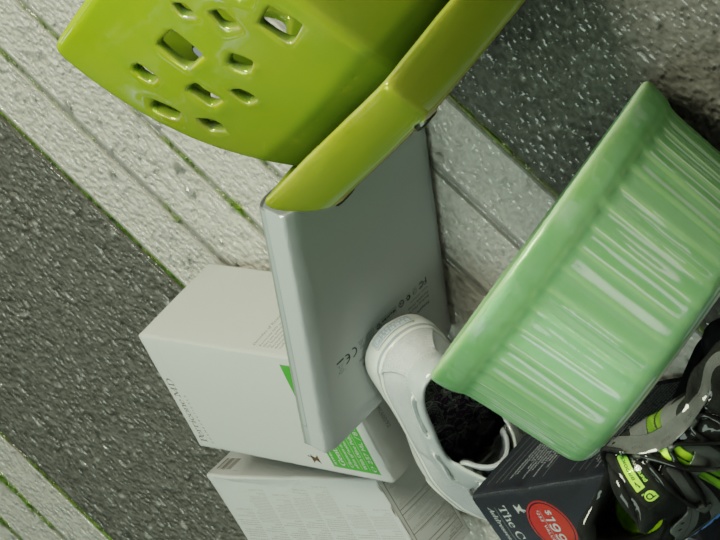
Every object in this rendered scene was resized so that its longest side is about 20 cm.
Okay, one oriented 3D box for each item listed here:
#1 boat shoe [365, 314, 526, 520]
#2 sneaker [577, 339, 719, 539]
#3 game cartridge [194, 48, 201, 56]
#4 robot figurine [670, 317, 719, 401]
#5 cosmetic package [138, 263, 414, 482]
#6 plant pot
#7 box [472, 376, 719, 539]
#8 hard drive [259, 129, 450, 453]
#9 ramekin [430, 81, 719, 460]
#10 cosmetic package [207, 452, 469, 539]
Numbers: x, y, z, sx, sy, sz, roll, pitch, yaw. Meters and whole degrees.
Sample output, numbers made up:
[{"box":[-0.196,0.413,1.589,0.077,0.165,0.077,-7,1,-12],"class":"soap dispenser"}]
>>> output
[{"box":[0.072,0.105,1.830,0.069,0.072,0.200,47,168,46],"class":"boat shoe"},{"box":[0.174,0.098,1.504,0.071,0.082,0.200,51,143,14],"class":"sneaker"},{"box":[-0.132,-0.217,1.784,0.133,0.040,0.201,15,137,35],"class":"game cartridge"},{"box":[0.257,0.081,1.562,0.199,0.150,0.126,1,96,50],"class":"robot figurine"},{"box":[-0.042,0.067,1.947,0.199,0.085,0.108,4,132,47],"class":"cosmetic package"},{"box":[-0.018,-0.160,1.565,0.181,0.200,0.199,42,148,-4],"class":"plant pot"},{"box":[0.200,0.174,1.758,0.200,0.104,0.182,54,147,-13],"class":"box"},{"box":[0.000,0.000,1.775,0.026,0.132,0.201,24,142,32],"class":"hard drive"},{"box":[0.134,0.006,1.568,0.097,0.200,0.200,36,148,2],"class":"ramekin"},{"box":[-0.017,0.163,2.043,0.199,0.051,0.083,-3,122,52],"class":"cosmetic package"}]
